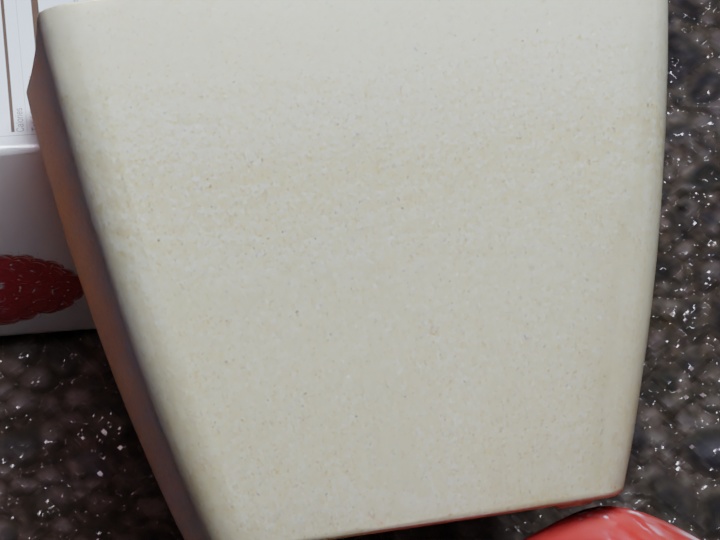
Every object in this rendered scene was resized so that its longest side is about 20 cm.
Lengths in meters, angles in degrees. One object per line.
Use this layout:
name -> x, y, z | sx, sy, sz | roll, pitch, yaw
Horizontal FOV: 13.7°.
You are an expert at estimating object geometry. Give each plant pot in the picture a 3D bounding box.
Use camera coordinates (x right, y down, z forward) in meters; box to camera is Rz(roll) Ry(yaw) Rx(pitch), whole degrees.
plant pot -> 0.000, 0.000, 1.013 | 0.199, 0.200, 0.178 | -8, 86, -8

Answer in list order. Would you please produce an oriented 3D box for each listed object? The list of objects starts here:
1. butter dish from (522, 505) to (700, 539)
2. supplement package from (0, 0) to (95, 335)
butter dish -> 0.115, 0.150, 0.991 | 0.148, 0.200, 0.200 | -38, 62, 5
supplement package -> -0.128, -0.055, 1.183 | 0.199, 0.121, 0.120 | -5, 53, -7
